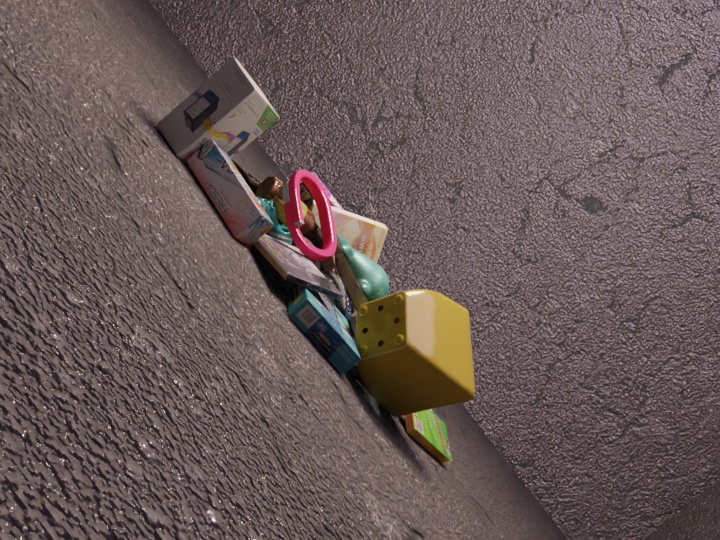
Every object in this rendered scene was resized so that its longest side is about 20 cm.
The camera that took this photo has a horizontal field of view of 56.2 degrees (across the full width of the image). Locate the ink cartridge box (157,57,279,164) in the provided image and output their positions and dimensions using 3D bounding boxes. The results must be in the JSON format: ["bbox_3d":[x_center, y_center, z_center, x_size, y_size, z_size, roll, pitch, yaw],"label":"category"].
[{"bbox_3d":[-0.275,-0.293,1.322,0.088,0.199,0.145,54,3,16],"label":"ink cartridge box"}]

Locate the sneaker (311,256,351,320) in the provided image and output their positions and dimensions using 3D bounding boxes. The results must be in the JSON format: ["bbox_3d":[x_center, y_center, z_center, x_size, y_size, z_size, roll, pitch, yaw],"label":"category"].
[{"bbox_3d":[-0.078,0.044,1.489,0.078,0.084,0.202,73,-7,-46],"label":"sneaker"}]

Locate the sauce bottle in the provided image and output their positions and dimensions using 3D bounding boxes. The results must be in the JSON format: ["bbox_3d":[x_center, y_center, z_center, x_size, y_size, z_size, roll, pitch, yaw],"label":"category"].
[{"bbox_3d":[-0.142,-0.119,1.461,0.200,0.066,0.066,47,5,-36],"label":"sauce bottle"}]

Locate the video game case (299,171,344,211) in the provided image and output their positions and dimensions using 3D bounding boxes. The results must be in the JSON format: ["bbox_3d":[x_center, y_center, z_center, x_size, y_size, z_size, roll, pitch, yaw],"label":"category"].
[{"bbox_3d":[-0.125,-0.125,1.775,0.201,0.180,0.036,50,28,-8],"label":"video game case"}]

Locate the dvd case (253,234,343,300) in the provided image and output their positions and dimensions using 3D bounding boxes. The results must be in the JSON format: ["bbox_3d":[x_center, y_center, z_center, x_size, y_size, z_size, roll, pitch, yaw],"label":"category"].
[{"bbox_3d":[-0.132,-0.017,1.290,0.147,0.016,0.200,24,13,-44],"label":"dvd case"}]

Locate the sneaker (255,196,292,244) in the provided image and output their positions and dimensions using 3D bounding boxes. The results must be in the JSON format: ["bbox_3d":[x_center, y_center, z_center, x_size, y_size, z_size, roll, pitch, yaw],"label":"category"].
[{"bbox_3d":[-0.212,-0.121,1.380,0.201,0.079,0.078,49,4,-29],"label":"sneaker"}]

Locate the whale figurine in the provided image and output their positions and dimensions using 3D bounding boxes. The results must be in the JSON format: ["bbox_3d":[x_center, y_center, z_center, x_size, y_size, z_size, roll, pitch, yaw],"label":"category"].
[{"bbox_3d":[0.000,0.000,1.541,0.160,0.102,0.202,-116,-179,-58],"label":"whale figurine"}]

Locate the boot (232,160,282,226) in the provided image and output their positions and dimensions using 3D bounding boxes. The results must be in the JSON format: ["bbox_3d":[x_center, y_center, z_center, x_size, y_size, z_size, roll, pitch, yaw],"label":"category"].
[{"bbox_3d":[-0.236,-0.158,1.546,0.200,0.073,0.151,47,3,8],"label":"boot"}]

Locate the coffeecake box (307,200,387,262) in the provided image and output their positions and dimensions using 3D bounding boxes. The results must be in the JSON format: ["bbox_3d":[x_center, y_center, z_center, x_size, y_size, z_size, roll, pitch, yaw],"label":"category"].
[{"bbox_3d":[-0.049,-0.068,1.692,0.196,0.157,0.073,18,10,-9],"label":"coffeecake box"}]

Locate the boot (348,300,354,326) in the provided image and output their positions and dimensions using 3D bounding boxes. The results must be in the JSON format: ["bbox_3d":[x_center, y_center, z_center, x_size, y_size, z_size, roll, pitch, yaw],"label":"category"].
[{"bbox_3d":[-0.082,0.034,1.588,0.201,0.072,0.155,54,5,-16],"label":"boot"}]

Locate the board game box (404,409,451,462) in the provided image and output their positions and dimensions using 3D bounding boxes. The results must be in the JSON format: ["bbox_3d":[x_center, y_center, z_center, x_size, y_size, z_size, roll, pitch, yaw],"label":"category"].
[{"bbox_3d":[0.149,0.349,1.489,0.200,0.030,0.097,46,29,-42],"label":"board game box"}]

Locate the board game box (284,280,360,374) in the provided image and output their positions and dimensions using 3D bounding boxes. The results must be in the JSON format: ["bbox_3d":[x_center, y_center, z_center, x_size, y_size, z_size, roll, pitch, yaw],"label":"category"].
[{"bbox_3d":[-0.075,0.090,1.270,0.152,0.047,0.200,50,4,-18],"label":"board game box"}]

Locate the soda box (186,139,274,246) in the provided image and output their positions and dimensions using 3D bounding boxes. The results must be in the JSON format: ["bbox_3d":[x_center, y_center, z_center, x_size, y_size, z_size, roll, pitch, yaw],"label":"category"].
[{"bbox_3d":[-0.244,-0.145,1.264,0.201,0.068,0.064,54,4,21],"label":"soda box"}]

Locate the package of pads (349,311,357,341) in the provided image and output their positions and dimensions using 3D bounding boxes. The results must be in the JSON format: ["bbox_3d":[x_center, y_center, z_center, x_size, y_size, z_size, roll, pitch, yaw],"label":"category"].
[{"bbox_3d":[0.046,0.178,1.552,0.200,0.067,0.157,39,29,-70],"label":"package of pads"}]

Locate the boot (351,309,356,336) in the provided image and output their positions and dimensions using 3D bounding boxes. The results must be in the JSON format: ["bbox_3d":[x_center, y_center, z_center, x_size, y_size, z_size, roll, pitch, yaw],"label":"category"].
[{"bbox_3d":[0.002,0.075,1.736,0.070,0.131,0.201,47,6,-35],"label":"boot"}]

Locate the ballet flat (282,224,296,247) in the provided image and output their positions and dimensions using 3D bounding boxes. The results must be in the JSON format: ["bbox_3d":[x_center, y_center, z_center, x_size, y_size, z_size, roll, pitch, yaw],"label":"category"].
[{"bbox_3d":[-0.157,-0.046,1.532,0.073,0.073,0.200,49,-2,-28],"label":"ballet flat"}]

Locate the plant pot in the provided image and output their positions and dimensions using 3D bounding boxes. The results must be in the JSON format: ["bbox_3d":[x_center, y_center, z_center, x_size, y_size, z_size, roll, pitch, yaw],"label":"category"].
[{"bbox_3d":[0.090,0.144,1.314,0.200,0.191,0.199,39,42,-44],"label":"plant pot"}]

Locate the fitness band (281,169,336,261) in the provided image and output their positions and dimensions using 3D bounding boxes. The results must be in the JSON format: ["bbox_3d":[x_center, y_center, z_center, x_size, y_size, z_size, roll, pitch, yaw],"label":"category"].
[{"bbox_3d":[-0.104,-0.118,1.417,0.143,0.037,0.204,28,46,-51],"label":"fitness band"}]
